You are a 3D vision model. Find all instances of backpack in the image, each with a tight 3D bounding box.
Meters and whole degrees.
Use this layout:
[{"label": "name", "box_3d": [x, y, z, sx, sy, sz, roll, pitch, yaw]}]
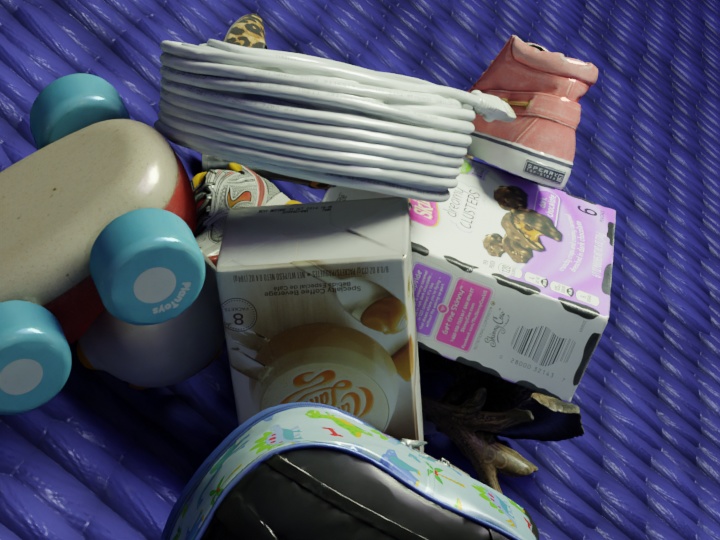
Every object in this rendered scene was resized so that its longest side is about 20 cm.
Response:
[{"label": "backpack", "box_3d": [-0.012, 0.174, 0.854, 0.199, 0.184, 0.147, 32, 8, -15]}]

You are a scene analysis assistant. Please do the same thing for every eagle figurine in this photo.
[{"label": "eagle figurine", "box_3d": [0.093, 0.090, 1.140, 0.150, 0.153, 0.200, 7, 17, 14]}]

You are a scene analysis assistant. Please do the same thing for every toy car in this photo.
[{"label": "toy car", "box_3d": [-0.155, 0.022, 0.926, 0.185, 0.176, 0.200, 56, -1, 46]}]

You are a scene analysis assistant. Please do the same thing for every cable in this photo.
[{"label": "cable", "box_3d": [-0.029, -0.096, 0.930, 0.199, 0.070, 0.199, 17, 11, 34]}]

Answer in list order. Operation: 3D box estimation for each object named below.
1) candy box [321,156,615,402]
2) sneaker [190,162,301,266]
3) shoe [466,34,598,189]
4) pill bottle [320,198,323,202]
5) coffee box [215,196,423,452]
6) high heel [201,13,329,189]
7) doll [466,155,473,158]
[{"label": "candy box", "box_3d": [0.068, -0.012, 1.027, 0.199, 0.072, 0.168, 20, 29, 1]}, {"label": "sneaker", "box_3d": [-0.107, -0.025, 1.102, 0.082, 0.078, 0.200, 40, 19, -1]}, {"label": "shoe", "box_3d": [0.110, -0.122, 1.099, 0.071, 0.092, 0.200, 17, 7, -20]}, {"label": "pill bottle", "box_3d": [0.000, 0.000, 1.157, 0.112, 0.112, 0.200, 42, 29, -6]}, {"label": "coffee box", "box_3d": [-0.019, 0.063, 0.934, 0.113, 0.201, 0.080, -4, 30, 4]}, {"label": "high heel", "box_3d": [-0.051, -0.145, 1.258, 0.141, 0.072, 0.201, 3, 49, 2]}, {"label": "doll", "box_3d": [0.120, -0.005, 1.173, 0.201, 0.048, 0.136, 58, 25, 16]}]
